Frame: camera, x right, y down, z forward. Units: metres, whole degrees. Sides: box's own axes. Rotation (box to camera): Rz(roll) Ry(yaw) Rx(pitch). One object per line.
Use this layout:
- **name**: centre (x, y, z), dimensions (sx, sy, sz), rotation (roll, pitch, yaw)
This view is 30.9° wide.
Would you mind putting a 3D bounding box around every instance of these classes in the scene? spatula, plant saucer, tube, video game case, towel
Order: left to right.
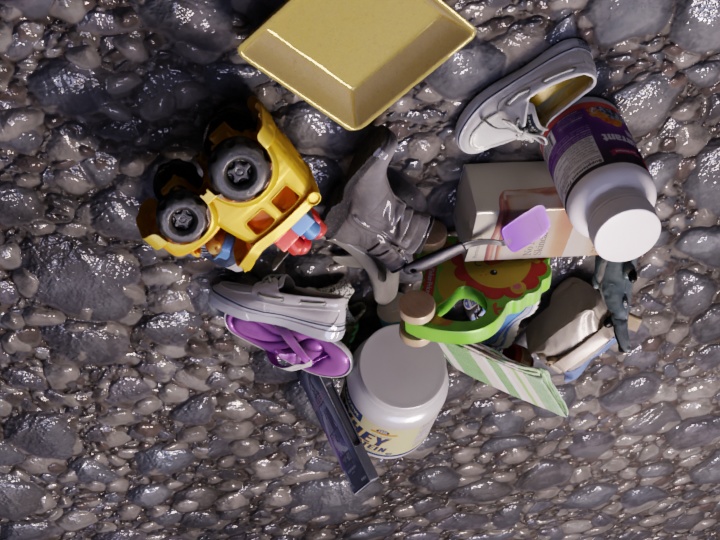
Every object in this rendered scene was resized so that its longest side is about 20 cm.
- **video game case**: centre (-0.035, 0.220, 1.882), dimensions (0.019, 0.202, 0.143), rotation (-24, 169, -16)
- **plant saucer**: centre (-0.005, -0.269, 1.450), dimensions (0.199, 0.049, 0.199), rotation (-35, 135, 28)
- **tube**: centre (0.070, 0.103, 1.920), dimensions (0.076, 0.051, 0.201), rotation (-4, 147, 14)
- **spatula**: centre (0.146, -0.031, 1.649), dimensions (0.198, 0.021, 0.057), rotation (-18, 139, 16)
- **towel**: centre (0.201, 0.144, 1.904), dimensions (0.198, 0.024, 0.153), rotation (21, 162, 31)

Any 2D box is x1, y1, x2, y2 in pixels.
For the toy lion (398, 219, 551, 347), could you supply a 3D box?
- **toy lion**: centre (0.155, 0.013, 1.717), dimensions (0.189, 0.202, 0.069), rotation (7, 140, 8)

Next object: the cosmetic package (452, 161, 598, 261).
- **cosmetic package**: centre (0.229, -0.079, 1.702), dimensions (0.197, 0.088, 0.104), rotation (-3, 141, -9)

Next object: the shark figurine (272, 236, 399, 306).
- **shark figurine**: centre (-0.006, -0.015, 1.720), dimensions (0.213, 0.090, 0.128), rotation (24, 121, -33)

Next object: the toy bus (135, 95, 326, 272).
- **toy bus**: centre (-0.137, -0.071, 1.530), dimensions (0.200, 0.136, 0.192), rotation (-40, 117, 8)

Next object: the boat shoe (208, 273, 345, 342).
- **boat shoe**: centre (-0.108, 0.035, 1.751), dimensions (0.197, 0.074, 0.068), rotation (14, 107, 12)

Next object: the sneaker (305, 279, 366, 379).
- **sneaker**: centre (-0.026, 0.084, 1.856), dimensions (0.088, 0.077, 0.201), rotation (-25, 146, -8)

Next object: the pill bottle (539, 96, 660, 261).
- **pill bottle**: centre (0.294, -0.109, 1.584), dimensions (0.110, 0.201, 0.112), rotation (-7, 135, -7)

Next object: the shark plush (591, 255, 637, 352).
- **shark plush**: centre (0.346, 0.005, 1.767), dimensions (0.090, 0.203, 0.083), rotation (16, 167, -16)

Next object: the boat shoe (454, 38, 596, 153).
- **boat shoe**: centre (0.202, -0.187, 1.567), dimensions (0.201, 0.087, 0.074), rotation (-33, 136, 24)

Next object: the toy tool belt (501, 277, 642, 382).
- **toy tool belt**: centre (0.311, 0.109, 1.921), dimensions (0.122, 0.126, 0.200), rotation (25, 130, -25)

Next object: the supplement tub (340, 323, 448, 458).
- **supplement tub**: centre (0.046, 0.171, 1.850), dimensions (0.143, 0.147, 0.201), rotation (-4, 155, -9)

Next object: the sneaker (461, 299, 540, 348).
- **sneaker**: centre (0.194, 0.043, 1.846), dimensions (0.088, 0.079, 0.201), rotation (0, 140, -18)

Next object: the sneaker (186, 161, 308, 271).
- **sneaker**: centre (-0.164, -0.079, 1.616), dimensions (0.145, 0.078, 0.202), rotation (18, 134, -34)

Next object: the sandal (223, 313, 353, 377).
- **sandal**: centre (-0.105, 0.108, 1.798), dimensions (0.200, 0.050, 0.083), rotation (20, 135, 18)

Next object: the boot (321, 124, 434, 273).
- **boot**: centre (0.039, -0.089, 1.632), dimensions (0.130, 0.070, 0.200), rotation (25, 140, -8)
